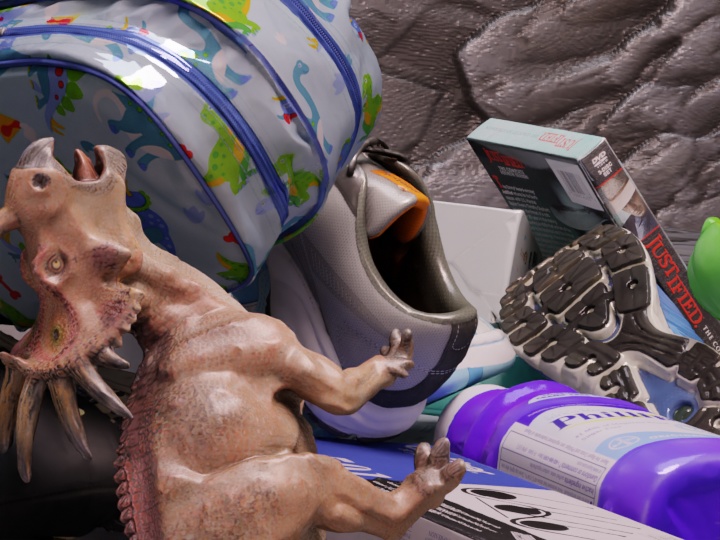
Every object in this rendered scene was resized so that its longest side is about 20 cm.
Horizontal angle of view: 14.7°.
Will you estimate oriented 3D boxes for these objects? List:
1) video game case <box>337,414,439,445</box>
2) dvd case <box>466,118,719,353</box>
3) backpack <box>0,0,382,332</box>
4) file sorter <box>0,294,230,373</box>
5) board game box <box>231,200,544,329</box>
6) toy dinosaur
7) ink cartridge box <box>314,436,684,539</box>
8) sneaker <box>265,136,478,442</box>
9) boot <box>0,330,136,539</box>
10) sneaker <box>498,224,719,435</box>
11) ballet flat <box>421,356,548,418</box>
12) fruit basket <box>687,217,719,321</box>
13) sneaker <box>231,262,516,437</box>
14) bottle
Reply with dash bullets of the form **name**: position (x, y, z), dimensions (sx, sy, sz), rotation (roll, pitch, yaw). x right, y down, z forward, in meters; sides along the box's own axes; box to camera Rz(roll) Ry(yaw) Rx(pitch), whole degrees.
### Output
- **video game case**: position (-0.057, 0.076, 1.227), dimensions (0.182, 0.024, 0.200), rotation (7, 5, 11)
- **dvd case**: position (0.136, 0.014, 1.381), dimensions (0.022, 0.200, 0.146), rotation (-38, 17, -11)
- **backpack**: position (-0.088, -0.057, 0.999), dimensions (0.200, 0.163, 0.154), rotation (-15, 28, 24)
- **file sorter**: position (-0.134, -0.014, 1.245), dimensions (0.200, 0.139, 0.124), rotation (-4, 1, 32)
- **board game box**: position (0.020, 0.017, 1.430), dimensions (0.147, 0.064, 0.200), rotation (8, -15, 13)
- **toy dinosaur**: position (-0.051, 0.063, 0.886), dimensions (0.135, 0.200, 0.086), rotation (-4, -30, -31)
- **ink cartridge box**: position (0.033, 0.098, 0.980), dimensions (0.094, 0.044, 0.200), rotation (6, 4, -28)
- **sneaker**: position (-0.015, -0.036, 1.074), dimensions (0.074, 0.200, 0.079), rotation (-13, -23, -47)
- **boot**: position (-0.172, 0.061, 0.982), dimensions (0.203, 0.074, 0.154), rotation (8, 8, 32)
- **sneaker**: position (0.127, 0.054, 1.253), dimensions (0.078, 0.089, 0.200), rotation (-33, 37, 2)
- **ballet flat**: position (0.109, 0.070, 1.330), dimensions (0.200, 0.067, 0.067), rotation (7, -26, 15)
- **fruit basket**: position (0.243, 0.025, 1.160), dimensions (0.215, 0.216, 0.156), rotation (5, 5, -11)
- **sneaker**: position (0.000, 0.000, 1.200), dimensions (0.079, 0.131, 0.200), rotation (-24, -6, 16)
- **bottle**: position (0.092, 0.083, 1.092), dimensions (0.083, 0.065, 0.200), rotation (3, 6, -24)
